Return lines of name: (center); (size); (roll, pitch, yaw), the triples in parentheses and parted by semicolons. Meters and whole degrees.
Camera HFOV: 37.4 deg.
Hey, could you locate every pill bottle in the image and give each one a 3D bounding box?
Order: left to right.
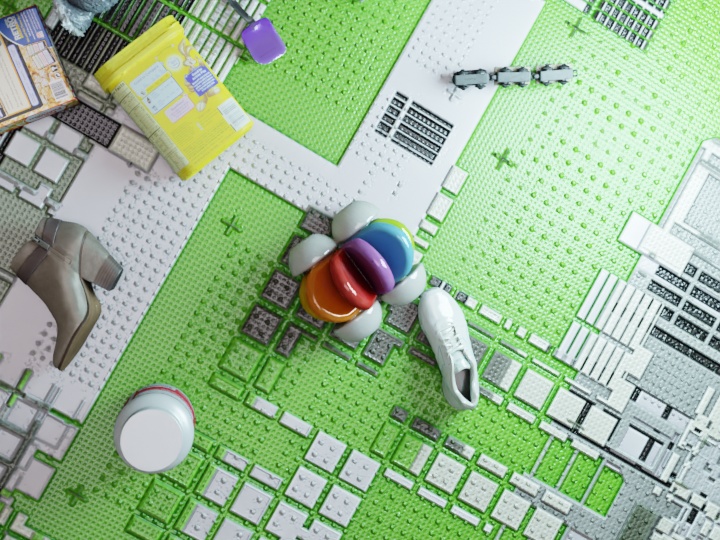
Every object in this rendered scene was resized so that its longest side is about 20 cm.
pill bottle: (-0.293, 0.226, 1.518); (0.112, 0.200, 0.113); (0, 90, -8)

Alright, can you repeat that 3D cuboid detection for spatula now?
spatula: (-0.189, -0.404, 1.619); (0.056, 0.021, 0.200); (-38, 93, -19)

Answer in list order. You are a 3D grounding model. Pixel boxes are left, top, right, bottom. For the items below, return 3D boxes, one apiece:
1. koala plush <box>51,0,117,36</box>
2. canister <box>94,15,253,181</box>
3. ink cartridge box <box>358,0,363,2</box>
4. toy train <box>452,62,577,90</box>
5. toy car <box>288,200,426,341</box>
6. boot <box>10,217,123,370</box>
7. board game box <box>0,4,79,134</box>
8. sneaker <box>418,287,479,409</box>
koala plush: (-0.420, -0.450, 1.521); (0.177, 0.184, 0.200); (-41, 109, -9)
canister: (-0.273, -0.251, 1.577); (0.148, 0.087, 0.200); (-39, 97, -6)
ink cartridge box: (0.053, -0.509, 1.592); (0.200, 0.145, 0.084); (-45, 98, -5)
toy train: (0.242, -0.306, 1.672); (0.200, 0.046, 0.034); (-4, 106, -6)
toy car: (0.000, 0.000, 1.585); (0.200, 0.150, 0.175); (-38, 95, -6)
boot: (-0.450, 0.027, 1.567); (0.146, 0.070, 0.200); (30, 85, -1)
board game box: (-0.536, -0.280, 1.557); (0.200, 0.046, 0.152); (-22, 94, -8)
sneaker: (0.146, 0.121, 1.644); (0.070, 0.080, 0.201); (-19, 92, -6)
